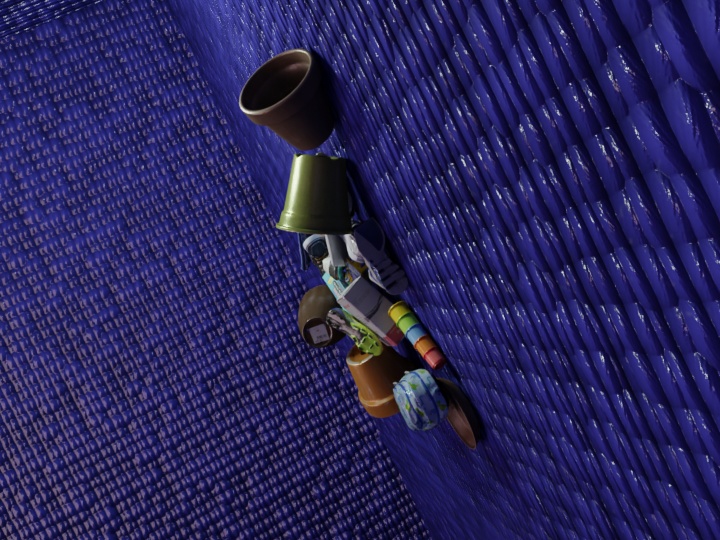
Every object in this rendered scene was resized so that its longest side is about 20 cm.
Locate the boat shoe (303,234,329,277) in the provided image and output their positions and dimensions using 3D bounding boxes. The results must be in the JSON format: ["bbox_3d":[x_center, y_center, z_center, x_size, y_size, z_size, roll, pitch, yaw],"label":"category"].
[{"bbox_3d":[-0.120,-0.044,1.916,0.091,0.071,0.200,56,175,17],"label":"boat shoe"}]

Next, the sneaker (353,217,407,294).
[{"bbox_3d":[0.039,-0.025,1.545,0.201,0.080,0.115,62,167,0],"label":"sneaker"}]

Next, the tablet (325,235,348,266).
[{"bbox_3d":[-0.057,-0.077,1.756,0.200,0.014,0.131,-4,-100,-72],"label":"tablet"}]

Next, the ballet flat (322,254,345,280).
[{"bbox_3d":[-0.072,-0.020,1.812,0.200,0.068,0.069,-57,-34,-67],"label":"ballet flat"}]

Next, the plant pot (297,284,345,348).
[{"bbox_3d":[-0.115,0.160,1.874,0.200,0.186,0.188,-72,-42,-76],"label":"plant pot"}]

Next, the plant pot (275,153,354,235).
[{"bbox_3d":[-0.107,-0.193,1.523,0.200,0.198,0.186,-148,60,-69],"label":"plant pot"}]

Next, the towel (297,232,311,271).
[{"bbox_3d":[-0.177,-0.098,2.001,0.200,0.024,0.146,-80,-14,-67],"label":"towel"}]

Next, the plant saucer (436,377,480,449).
[{"bbox_3d":[0.250,0.355,1.555,0.201,0.036,0.201,60,169,20],"label":"plant saucer"}]

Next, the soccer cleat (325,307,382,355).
[{"bbox_3d":[-0.008,0.168,1.738,0.199,0.065,0.083,34,-160,22],"label":"soccer cleat"}]

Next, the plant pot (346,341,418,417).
[{"bbox_3d":[0.056,0.299,1.818,0.184,0.200,0.200,56,173,-23],"label":"plant pot"}]

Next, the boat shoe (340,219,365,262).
[{"bbox_3d":[-0.014,-0.104,1.676,0.201,0.073,0.066,60,139,46],"label":"boat shoe"}]

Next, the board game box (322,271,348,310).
[{"bbox_3d":[-0.012,0.082,1.904,0.150,0.047,0.200,17,-154,-43],"label":"board game box"}]

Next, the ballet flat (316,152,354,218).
[{"bbox_3d":[-0.062,-0.222,1.628,0.071,0.070,0.201,44,157,60],"label":"ballet flat"}]

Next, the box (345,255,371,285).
[{"bbox_3d":[0.000,0.000,1.781,0.064,0.070,0.200,44,165,12],"label":"box"}]

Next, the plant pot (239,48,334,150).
[{"bbox_3d":[-0.150,-0.372,1.404,0.175,0.200,0.201,50,-179,-45],"label":"plant pot"}]

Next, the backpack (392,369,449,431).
[{"bbox_3d":[0.153,0.326,1.539,0.164,0.153,0.200,68,157,11],"label":"backpack"}]

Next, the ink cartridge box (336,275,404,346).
[{"bbox_3d":[0.037,0.115,1.701,0.200,0.085,0.146,40,169,-2],"label":"ink cartridge box"}]

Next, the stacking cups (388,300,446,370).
[{"bbox_3d":[0.147,0.169,1.561,0.200,0.060,0.061,54,166,32],"label":"stacking cups"}]
